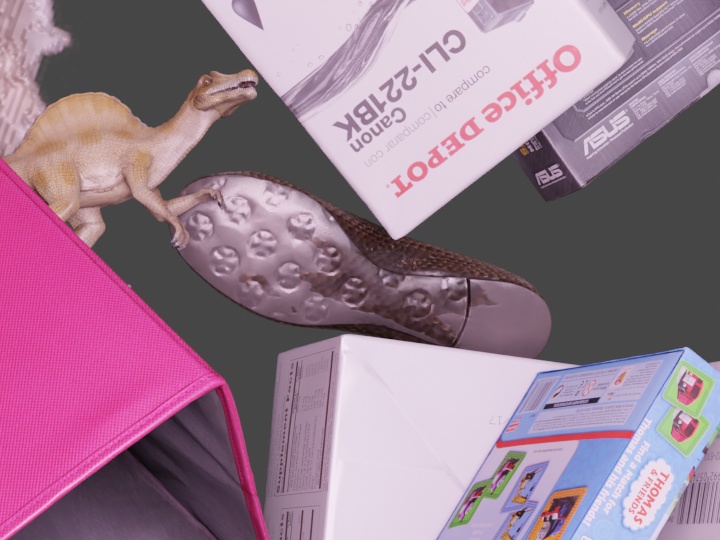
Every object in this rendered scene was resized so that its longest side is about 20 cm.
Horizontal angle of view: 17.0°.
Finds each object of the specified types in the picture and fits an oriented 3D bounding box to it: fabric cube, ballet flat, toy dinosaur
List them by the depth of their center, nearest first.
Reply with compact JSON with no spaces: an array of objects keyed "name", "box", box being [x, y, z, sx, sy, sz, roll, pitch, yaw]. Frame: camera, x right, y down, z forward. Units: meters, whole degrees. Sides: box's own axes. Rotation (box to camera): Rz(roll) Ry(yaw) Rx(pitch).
[{"name":"fabric cube","box":[-0.177,0.088,0.996,0.196,0.200,0.199,-37,61,-18]},{"name":"toy dinosaur","box":[-0.139,-0.039,1.147,0.199,0.058,0.101,-13,65,-6]},{"name":"ballet flat","box":[0.000,0.000,1.193,0.200,0.046,0.068,17,100,-10]}]

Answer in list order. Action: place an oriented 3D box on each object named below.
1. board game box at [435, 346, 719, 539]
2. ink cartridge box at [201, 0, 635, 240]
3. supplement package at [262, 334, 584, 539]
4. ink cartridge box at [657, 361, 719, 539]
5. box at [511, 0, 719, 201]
[{"name":"board game box","box":[0.067,0.128,1.020,0.037,0.151,0.200,37,73,-12]},{"name":"ink cartridge box","box":[0.016,-0.137,1.155,0.144,0.084,0.200,-38,95,15]},{"name":"supplement package","box":[0.061,0.123,1.157,0.199,0.111,0.156,8,81,-17]},{"name":"ink cartridge box","box":[0.164,0.147,1.053,0.084,0.144,0.201,15,79,-18]},{"name":"box","box":[0.132,-0.156,1.250,0.200,0.048,0.159,-38,94,-19]}]
